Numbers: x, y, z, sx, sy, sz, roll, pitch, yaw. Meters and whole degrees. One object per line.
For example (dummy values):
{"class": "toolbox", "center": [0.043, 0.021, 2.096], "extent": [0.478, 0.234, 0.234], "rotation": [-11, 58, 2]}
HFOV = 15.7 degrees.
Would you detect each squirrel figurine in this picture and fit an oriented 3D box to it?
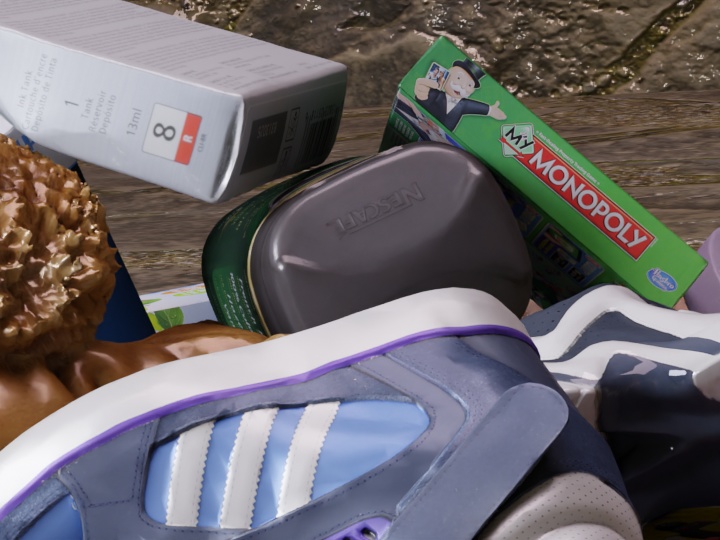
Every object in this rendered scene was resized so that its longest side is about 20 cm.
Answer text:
{"class": "squirrel figurine", "center": [-0.115, 0.044, 0.926], "extent": [0.187, 0.200, 0.142], "rotation": [-21, 6, -17]}

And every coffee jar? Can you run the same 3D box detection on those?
{"class": "coffee jar", "center": [0.000, 0.000, 1.033], "extent": [0.104, 0.085, 0.200], "rotation": [-25, 4, -8]}

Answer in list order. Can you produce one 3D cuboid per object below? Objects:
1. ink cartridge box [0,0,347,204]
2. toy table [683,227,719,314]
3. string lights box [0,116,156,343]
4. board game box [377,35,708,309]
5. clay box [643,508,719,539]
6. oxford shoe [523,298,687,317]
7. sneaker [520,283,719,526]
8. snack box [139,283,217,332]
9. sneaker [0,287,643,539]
{"class": "ink cartridge box", "center": [-0.120, -0.080, 1.035], "extent": [0.200, 0.050, 0.162], "rotation": [14, 11, 12]}
{"class": "toy table", "center": [0.214, 0.002, 1.034], "extent": [0.184, 0.117, 0.200], "rotation": [31, 18, -20]}
{"class": "string lights box", "center": [-0.146, 0.014, 1.108], "extent": [0.103, 0.200, 0.059], "rotation": [17, 50, 42]}
{"class": "board game box", "center": [0.068, -0.025, 1.077], "extent": [0.029, 0.135, 0.200], "rotation": [-50, -2, -6]}
{"class": "clay box", "center": [0.112, 0.099, 0.942], "extent": [0.115, 0.048, 0.200], "rotation": [-10, 10, -31]}
{"class": "oxford shoe", "center": [0.146, 0.023, 1.191], "extent": [0.200, 0.071, 0.071], "rotation": [-1, 8, 16]}
{"class": "sneaker", "center": [0.123, 0.039, 0.892], "extent": [0.199, 0.080, 0.130], "rotation": [-15, 18, 1]}
{"class": "snack box", "center": [-0.073, 0.040, 1.317], "extent": [0.200, 0.068, 0.169], "rotation": [-10, 3, -17]}
{"class": "sneaker", "center": [-0.016, 0.097, 0.749], "extent": [0.200, 0.081, 0.147], "rotation": [-22, 50, -4]}
